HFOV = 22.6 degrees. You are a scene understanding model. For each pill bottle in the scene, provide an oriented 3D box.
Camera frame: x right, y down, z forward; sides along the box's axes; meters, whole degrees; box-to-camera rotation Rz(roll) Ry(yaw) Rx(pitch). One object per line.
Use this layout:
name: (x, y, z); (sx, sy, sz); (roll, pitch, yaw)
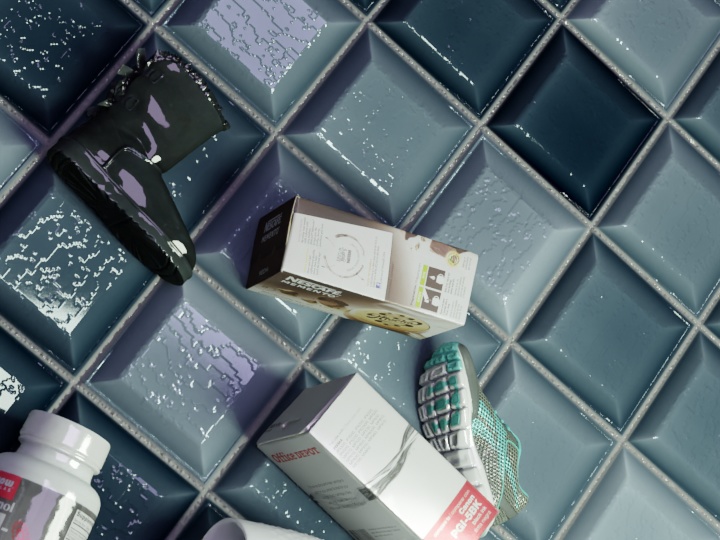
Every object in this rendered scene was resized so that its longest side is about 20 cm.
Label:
pill bottle: (-0.304, 0.233, 1.632); (0.111, 0.111, 0.200); (28, 71, -15)

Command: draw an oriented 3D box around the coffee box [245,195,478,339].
coffee box: (0.000, 0.000, 1.797); (0.200, 0.113, 0.080); (17, 75, -19)

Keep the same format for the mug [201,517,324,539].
mug: (-0.049, 0.320, 1.674); (0.175, 0.200, 0.148); (17, 79, -26)

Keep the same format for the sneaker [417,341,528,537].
sneaker: (0.120, 0.170, 1.848); (0.091, 0.078, 0.200); (-8, 87, -39)

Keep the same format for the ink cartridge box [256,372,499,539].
ink cartridge box: (0.015, 0.200, 1.748); (0.200, 0.147, 0.083); (45, 67, -10)

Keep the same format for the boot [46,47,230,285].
boot: (-0.192, -0.106, 1.763); (0.198, 0.073, 0.162); (47, 64, -8)
